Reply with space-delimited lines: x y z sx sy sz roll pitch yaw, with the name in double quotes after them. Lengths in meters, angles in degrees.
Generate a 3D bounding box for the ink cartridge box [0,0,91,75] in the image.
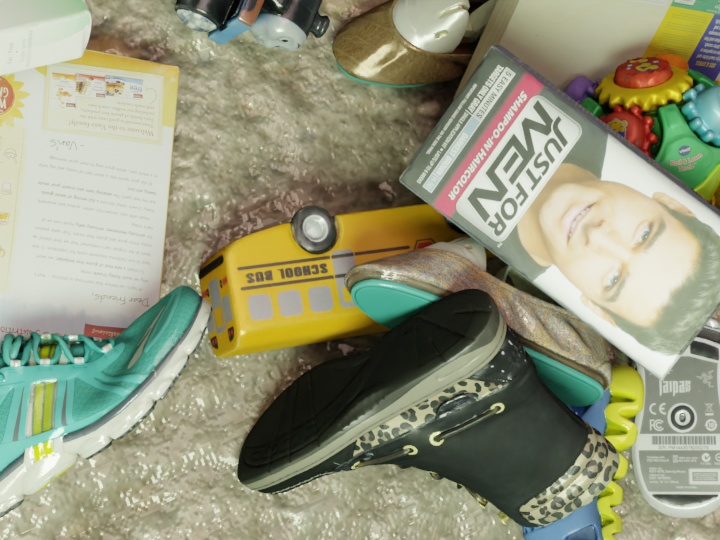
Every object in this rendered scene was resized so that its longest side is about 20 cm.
-0.276 -0.175 0.797 0.198 0.050 0.162 -17 65 -27 "ink cartridge box"

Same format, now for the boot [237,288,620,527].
0.040 0.112 0.829 0.154 0.202 0.074 43 31 -27 "boot"

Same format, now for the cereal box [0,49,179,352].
-0.188 -0.036 0.828 0.142 0.039 0.203 9 75 -19 "cereal box"

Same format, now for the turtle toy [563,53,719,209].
0.171 -0.083 0.916 0.197 0.146 0.102 -17 118 -8 "turtle toy"

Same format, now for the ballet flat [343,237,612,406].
0.075 0.021 0.850 0.198 0.068 0.068 27 57 -28 "ballet flat"

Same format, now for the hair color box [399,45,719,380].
0.133 -0.037 0.836 0.199 0.061 0.100 37 103 2 "hair color box"

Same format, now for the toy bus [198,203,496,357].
0.000 0.000 0.882 0.197 0.065 0.080 -8 81 -24 "toy bus"

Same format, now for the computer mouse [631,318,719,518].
0.221 0.069 0.960 0.108 0.044 0.203 0 83 13 "computer mouse"

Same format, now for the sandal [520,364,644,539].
0.127 0.151 0.898 0.086 0.080 0.203 16 64 -12 "sandal"

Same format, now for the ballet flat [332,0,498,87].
0.080 -0.168 0.950 0.197 0.072 0.069 -2 65 -22 "ballet flat"

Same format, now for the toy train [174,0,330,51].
-0.050 -0.237 0.901 0.113 0.086 0.202 24 78 -19 "toy train"

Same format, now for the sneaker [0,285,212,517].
-0.170 0.067 0.759 0.199 0.077 0.080 -34 102 -5 "sneaker"

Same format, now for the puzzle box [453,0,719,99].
0.175 -0.155 0.953 0.197 0.134 0.026 3 40 -28 "puzzle box"
